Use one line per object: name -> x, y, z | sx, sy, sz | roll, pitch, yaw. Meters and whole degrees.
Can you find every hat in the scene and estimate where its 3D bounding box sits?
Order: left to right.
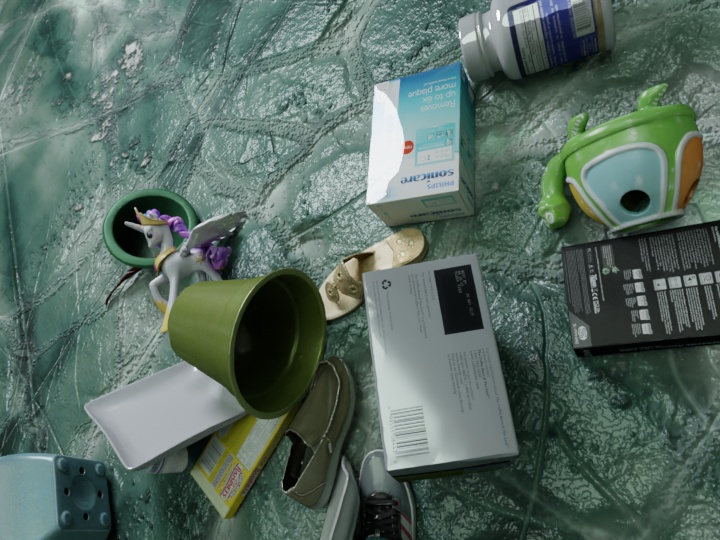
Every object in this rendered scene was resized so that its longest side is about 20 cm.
hat -> -0.414, -0.042, 1.084 | 0.192, 0.177, 0.171 | -1, 63, -12

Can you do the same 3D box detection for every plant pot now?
plant pot -> -0.523, 0.403, 0.885 | 0.196, 0.197, 0.200 | -28, 60, 7
plant pot -> -0.179, 0.091, 0.800 | 0.185, 0.199, 0.207 | 6, 75, 35

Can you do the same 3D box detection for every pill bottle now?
pill bottle -> 0.242, -0.340, 0.761 | 0.194, 0.119, 0.124 | -10, 67, 25

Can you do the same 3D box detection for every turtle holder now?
turtle holder -> 0.298, -0.113, 0.637 | 0.179, 0.141, 0.137 | -13, 83, 14

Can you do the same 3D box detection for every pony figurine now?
pony figurine -> -0.275, -0.021, 0.913 | 0.166, 0.188, 0.207 | -13, 92, 68

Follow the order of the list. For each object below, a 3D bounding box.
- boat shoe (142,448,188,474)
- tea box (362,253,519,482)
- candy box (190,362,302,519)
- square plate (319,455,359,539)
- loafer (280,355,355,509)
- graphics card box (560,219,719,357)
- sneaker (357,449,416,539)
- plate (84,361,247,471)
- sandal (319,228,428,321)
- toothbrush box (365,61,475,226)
boat shoe -> -0.312, 0.262, 0.882 | 0.200, 0.084, 0.077 | 19, 88, 58
tea box -> 0.085, 0.121, 0.620 | 0.129, 0.198, 0.207 | -9, 65, 5
candy box -> -0.176, 0.256, 0.833 | 0.101, 0.026, 0.203 | 32, 89, 33
square plate -> -0.035, 0.334, 0.644 | 0.027, 0.200, 0.205 | 14, 78, 0
loafer -> -0.060, 0.217, 0.747 | 0.074, 0.068, 0.207 | -6, 69, 48
graphics card box -> 0.334, 0.023, 0.617 | 0.194, 0.051, 0.130 | -11, 68, 25
sneaker -> 0.022, 0.313, 0.637 | 0.081, 0.121, 0.207 | -12, 66, 9
plate -> -0.287, 0.213, 0.825 | 0.197, 0.196, 0.033 | 21, 122, 43
sandal -> -0.002, -0.005, 0.805 | 0.208, 0.069, 0.079 | -32, 59, 16
toothbrush box -> 0.092, -0.181, 0.809 | 0.142, 0.085, 0.207 | -4, 71, 28
